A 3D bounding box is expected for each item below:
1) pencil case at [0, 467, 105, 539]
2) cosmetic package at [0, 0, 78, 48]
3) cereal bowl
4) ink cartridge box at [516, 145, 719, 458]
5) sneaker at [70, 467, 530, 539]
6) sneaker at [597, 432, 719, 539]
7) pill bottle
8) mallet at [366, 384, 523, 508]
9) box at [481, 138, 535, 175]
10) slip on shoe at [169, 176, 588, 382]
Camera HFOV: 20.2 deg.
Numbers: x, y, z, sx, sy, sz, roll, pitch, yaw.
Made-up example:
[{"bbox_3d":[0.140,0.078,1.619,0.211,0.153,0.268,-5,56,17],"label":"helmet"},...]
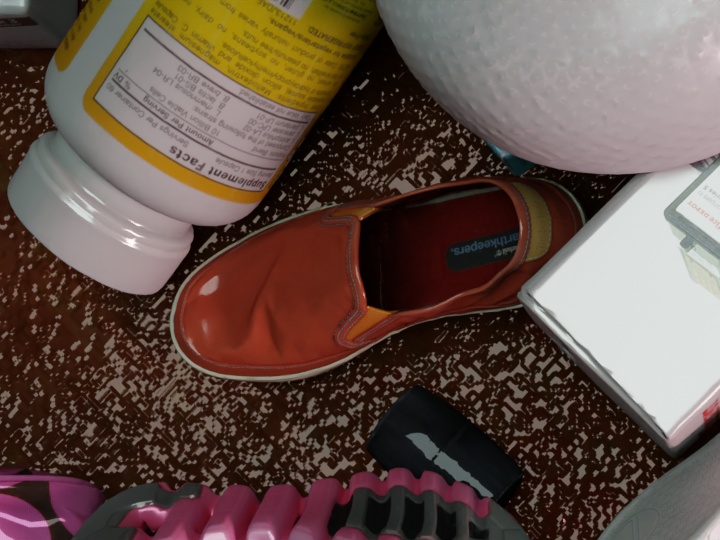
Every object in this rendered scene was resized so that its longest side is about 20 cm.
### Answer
[{"bbox_3d":[-0.164,0.187,0.876,0.093,0.091,0.202,7,78,-23],"label":"pencil case"},{"bbox_3d":[-0.185,-0.208,0.954,0.101,0.074,0.202,2,83,12],"label":"cosmetic package"},{"bbox_3d":[0.090,-0.141,0.739,0.198,0.083,0.202,-5,74,17],"label":"cereal bowl"},{"bbox_3d":[0.166,-0.023,0.812,0.200,0.145,0.084,-45,77,2],"label":"ink cartridge box"},{"bbox_3d":[-0.021,0.139,0.840,0.198,0.079,0.096,-3,108,18],"label":"sneaker"},{"bbox_3d":[0.169,0.112,0.806,0.200,0.071,0.099,-42,105,-8],"label":"sneaker"},{"bbox_3d":[-0.067,-0.092,0.875,0.113,0.113,0.201,41,107,15],"label":"pill bottle"},{"bbox_3d":[-0.018,0.137,0.882,0.200,0.041,0.066,-45,76,6],"label":"mallet"},{"bbox_3d":[0.111,-0.135,0.808,0.200,0.049,0.082,-41,77,5],"label":"box"},{"bbox_3d":[0.000,0.000,0.876,0.198,0.061,0.075,-14,75,24],"label":"slip on shoe"}]
